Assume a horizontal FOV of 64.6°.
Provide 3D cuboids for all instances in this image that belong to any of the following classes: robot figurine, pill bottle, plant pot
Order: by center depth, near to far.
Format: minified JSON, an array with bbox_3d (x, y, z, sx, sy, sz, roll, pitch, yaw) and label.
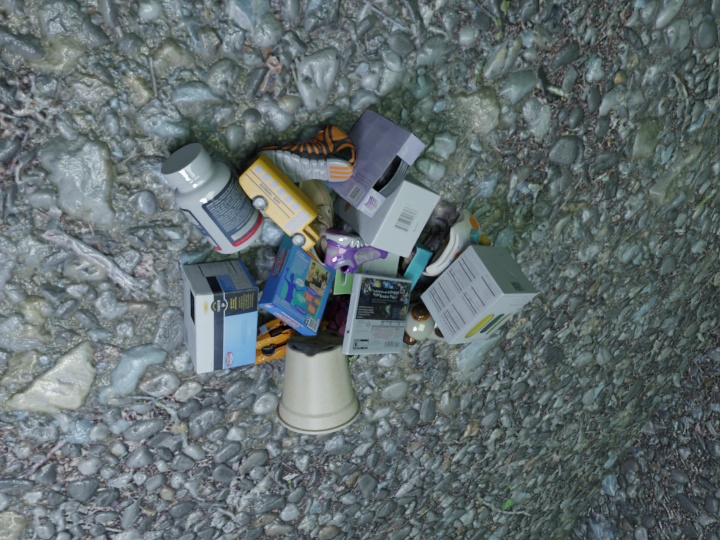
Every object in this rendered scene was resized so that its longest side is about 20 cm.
[{"bbox_3d":[-0.284,-0.139,1.096,0.120,0.120,0.200,-36,130,-5],"label":"pill bottle"},{"bbox_3d":[-0.100,0.241,1.316,0.200,0.200,0.184,-10,111,-25],"label":"plant pot"},{"bbox_3d":[-0.173,0.151,1.370,0.200,0.058,0.145,-21,145,-18],"label":"robot figurine"}]

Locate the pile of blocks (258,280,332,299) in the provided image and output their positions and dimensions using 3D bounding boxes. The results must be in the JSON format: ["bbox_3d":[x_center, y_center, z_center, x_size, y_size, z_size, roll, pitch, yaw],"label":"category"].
[{"bbox_3d":[-0.151,0.064,1.338,0.200,0.062,0.082,-7,122,-26],"label":"pile of blocks"}]

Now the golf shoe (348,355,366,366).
[{"bbox_3d":[-0.037,0.226,1.490,0.200,0.088,0.077,-11,122,-26],"label":"golf shoe"}]

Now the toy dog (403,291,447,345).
[{"bbox_3d":[0.179,0.139,1.497,0.200,0.194,0.140,3,126,-42],"label":"toy dog"}]

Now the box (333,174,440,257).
[{"bbox_3d":[0.050,-0.147,1.232,0.106,0.200,0.152,16,109,-36],"label":"box"}]

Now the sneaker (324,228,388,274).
[{"bbox_3d":[-0.013,-0.035,1.235,0.200,0.080,0.089,5,102,-54],"label":"sneaker"}]

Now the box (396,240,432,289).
[{"bbox_3d":[0.098,0.017,1.440,0.049,0.082,0.200,17,109,-36],"label":"box"}]

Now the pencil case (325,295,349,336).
[{"bbox_3d":[0.009,0.133,1.464,0.200,0.094,0.091,21,146,-39],"label":"pencil case"}]

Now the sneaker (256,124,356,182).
[{"bbox_3d":[-0.106,-0.243,1.169,0.200,0.112,0.078,7,145,1],"label":"sneaker"}]

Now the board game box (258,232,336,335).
[{"bbox_3d":[-0.130,0.021,1.262,0.152,0.045,0.200,42,54,-40],"label":"board game box"}]

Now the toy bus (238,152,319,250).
[{"bbox_3d":[-0.153,-0.134,1.139,0.078,0.065,0.200,-40,110,15],"label":"toy bus"}]

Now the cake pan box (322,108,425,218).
[{"bbox_3d":[0.019,-0.224,1.168,0.052,0.200,0.184,29,99,-39],"label":"cake pan box"}]

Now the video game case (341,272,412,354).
[{"bbox_3d":[0.042,0.103,1.323,0.200,0.023,0.182,8,92,-49],"label":"video game case"}]

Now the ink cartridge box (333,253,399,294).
[{"bbox_3d":[0.000,0.000,1.348,0.200,0.059,0.104,1,101,-44],"label":"ink cartridge box"}]

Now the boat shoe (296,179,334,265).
[{"bbox_3d":[-0.091,-0.110,1.224,0.071,0.065,0.200,-15,104,9],"label":"boat shoe"}]

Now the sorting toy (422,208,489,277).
[{"bbox_3d":[0.226,-0.050,1.415,0.200,0.107,0.180,-60,158,14],"label":"sorting toy"}]

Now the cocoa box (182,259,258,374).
[{"bbox_3d":[-0.301,0.096,1.224,0.131,0.133,0.200,-7,122,-26],"label":"cocoa box"}]

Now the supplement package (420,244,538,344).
[{"bbox_3d":[0.287,0.060,1.393,0.152,0.151,0.200,2,139,-43],"label":"supplement package"}]
